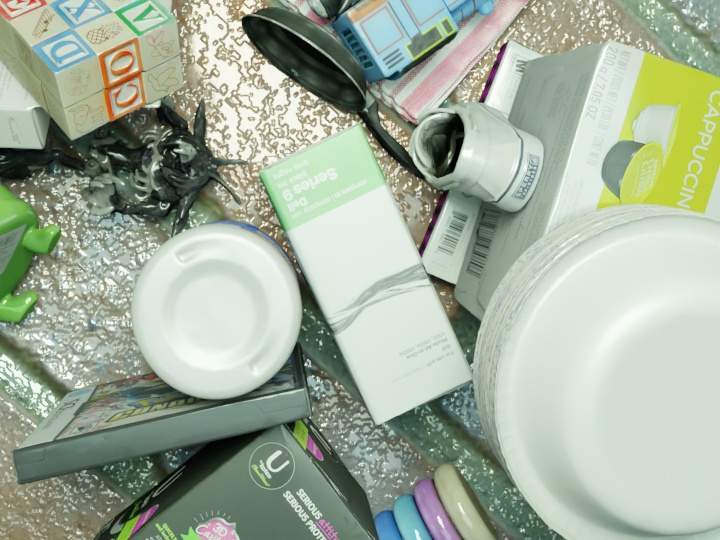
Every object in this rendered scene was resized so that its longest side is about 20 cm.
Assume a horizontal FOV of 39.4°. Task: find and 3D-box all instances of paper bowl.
[{"bbox_3d":[0.169,0.066,0.573,0.198,0.104,0.204,-1,99,-4],"label":"paper bowl"}]

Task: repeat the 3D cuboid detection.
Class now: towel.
[{"bbox_3d":[0.021,-0.235,0.808,0.200,0.030,0.147,42,89,-6],"label":"towel"}]

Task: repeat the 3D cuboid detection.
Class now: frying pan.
[{"bbox_3d":[-0.009,-0.141,0.771,0.189,0.115,0.031,34,83,-7],"label":"frying pan"}]

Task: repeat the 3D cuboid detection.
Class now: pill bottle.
[{"bbox_3d":[-0.098,0.020,0.731,0.110,0.200,0.114,0,95,-4],"label":"pill bottle"}]

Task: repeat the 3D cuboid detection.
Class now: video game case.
[{"bbox_3d":[0.162,-0.060,0.829,0.179,0.036,0.202,21,93,-6],"label":"video game case"},{"bbox_3d":[-0.137,0.098,0.743,0.197,0.181,0.026,-13,96,-4],"label":"video game case"}]

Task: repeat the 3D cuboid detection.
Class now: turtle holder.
[{"bbox_3d":[-0.322,-0.004,0.756,0.131,0.186,0.141,38,57,4],"label":"turtle holder"}]

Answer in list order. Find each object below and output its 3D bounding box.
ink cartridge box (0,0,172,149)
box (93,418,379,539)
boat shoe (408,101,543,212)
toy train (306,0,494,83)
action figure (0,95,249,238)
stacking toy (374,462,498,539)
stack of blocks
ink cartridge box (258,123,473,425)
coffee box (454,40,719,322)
[{"bbox_3d":[-0.221,-0.175,0.725,0.174,0.045,0.202,1,54,-4],"label":"ink cartridge box"},{"bbox_3d":[-0.101,0.205,0.771,0.199,0.149,0.125,-37,95,-1],"label":"box"},{"bbox_3d":[0.069,-0.094,0.734,0.065,0.200,0.074,17,96,-16],"label":"boat shoe"},{"bbox_3d":[0.056,-0.234,0.761,0.199,0.087,0.115,-36,104,-6],"label":"toy train"},{"bbox_3d":[-0.186,-0.093,0.766,0.197,0.102,0.120,10,82,-4],"label":"action figure"},{"bbox_3d":[0.013,0.244,0.823,0.199,0.085,0.086,-33,96,4],"label":"stacking toy"},{"bbox_3d":[-0.199,-0.189,0.673,0.115,0.059,0.200,-32,62,-24],"label":"stack of blocks"},{"bbox_3d":[0.000,0.000,0.765,0.083,0.146,0.202,-25,96,-3],"label":"ink cartridge box"},{"bbox_3d":[0.201,-0.030,0.716,0.195,0.200,0.202,17,95,-7],"label":"coffee box"}]
